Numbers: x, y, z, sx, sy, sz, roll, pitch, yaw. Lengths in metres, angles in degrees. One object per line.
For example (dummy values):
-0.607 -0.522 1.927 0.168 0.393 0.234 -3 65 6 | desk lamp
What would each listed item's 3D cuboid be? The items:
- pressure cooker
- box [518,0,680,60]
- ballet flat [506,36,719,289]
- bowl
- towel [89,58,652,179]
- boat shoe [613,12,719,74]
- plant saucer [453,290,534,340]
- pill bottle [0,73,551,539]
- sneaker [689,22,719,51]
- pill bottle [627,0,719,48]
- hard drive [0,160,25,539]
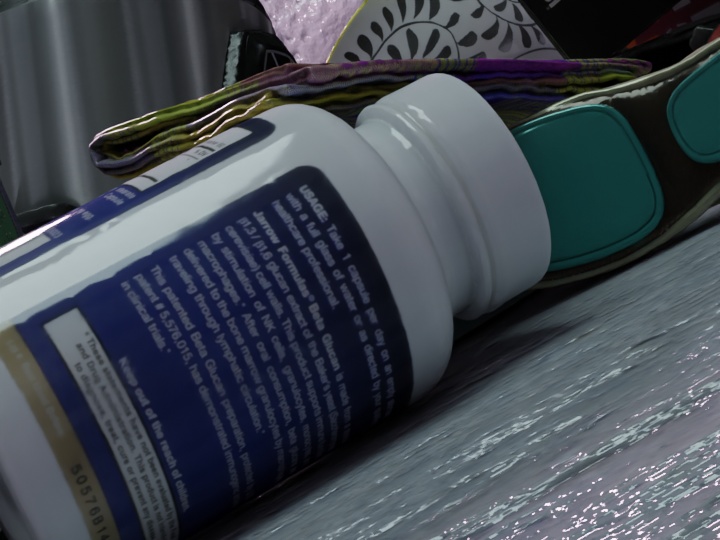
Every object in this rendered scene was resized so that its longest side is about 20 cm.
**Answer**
-0.111 -0.029 0.965 0.174 0.202 0.179 -1 -20 -24 | pressure cooker
0.133 -0.186 0.910 0.163 0.086 0.200 -39 10 10 | box
0.118 -0.044 0.741 0.199 0.070 0.069 -24 4 24 | ballet flat
0.071 -0.086 1.151 0.200 0.202 0.094 -30 47 -32 | bowl
0.004 -0.060 0.788 0.199 0.023 0.143 -5 -5 -40 | towel
0.120 -0.068 0.939 0.198 0.074 0.068 -21 -7 11 | boat shoe
0.004 0.021 0.874 0.199 0.036 0.200 -28 3 2 | plant saucer
-0.039 0.014 0.655 0.199 0.112 0.111 -29 3 -18 | pill bottle
0.188 -0.094 0.797 0.071 0.097 0.201 -53 -14 -18 | sneaker
0.224 -0.150 0.999 0.199 0.110 0.109 -27 3 35 | pill bottle
-0.155 0.043 0.697 0.037 0.141 0.200 -16 15 16 | hard drive
